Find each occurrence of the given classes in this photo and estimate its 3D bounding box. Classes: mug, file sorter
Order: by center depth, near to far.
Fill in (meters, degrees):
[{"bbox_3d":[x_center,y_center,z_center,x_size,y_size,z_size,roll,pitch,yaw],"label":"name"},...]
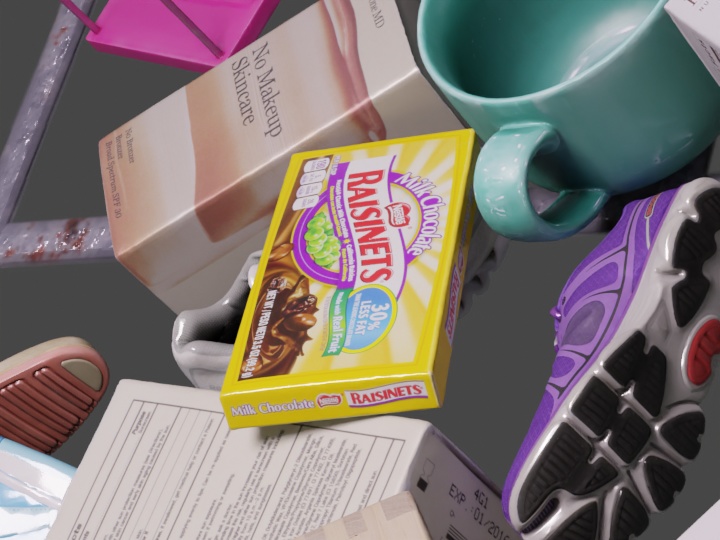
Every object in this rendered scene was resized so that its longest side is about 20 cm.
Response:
[{"bbox_3d":[0.110,-0.102,1.052,0.185,0.114,0.152,-46,43,-1],"label":"mug"},{"bbox_3d":[-0.110,-0.246,1.322,0.138,0.125,0.201,15,69,44],"label":"file sorter"}]

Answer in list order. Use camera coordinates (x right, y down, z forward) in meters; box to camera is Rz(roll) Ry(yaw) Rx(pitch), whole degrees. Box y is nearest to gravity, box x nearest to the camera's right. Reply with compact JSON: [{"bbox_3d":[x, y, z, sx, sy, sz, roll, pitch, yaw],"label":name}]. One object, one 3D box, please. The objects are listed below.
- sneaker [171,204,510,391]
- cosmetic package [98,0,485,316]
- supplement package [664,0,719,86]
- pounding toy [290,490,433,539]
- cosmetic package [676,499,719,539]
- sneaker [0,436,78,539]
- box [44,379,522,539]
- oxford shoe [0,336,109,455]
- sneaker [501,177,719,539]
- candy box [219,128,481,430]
[{"bbox_3d":[-0.009,0.008,1.090,0.200,0.081,0.075,-36,42,8],"label":"sneaker"},{"bbox_3d":[-0.038,-0.066,1.160,0.199,0.087,0.104,-31,43,15],"label":"cosmetic package"},{"bbox_3d":[0.263,-0.120,0.919,0.200,0.156,0.111,-46,43,0],"label":"supplement package"},{"bbox_3d":[0.044,0.217,0.790,0.141,0.185,0.200,-24,33,0],"label":"pounding toy"},{"bbox_3d":[0.180,0.136,0.829,0.200,0.108,0.085,-44,43,4],"label":"cosmetic package"},{"bbox_3d":[-0.216,0.150,1.104,0.199,0.080,0.131,20,74,16],"label":"sneaker"},{"bbox_3d":[-0.040,0.140,0.992,0.199,0.109,0.128,5,62,40],"label":"box"},{"bbox_3d":[-0.231,0.082,1.212,0.199,0.071,0.074,-29,43,17],"label":"oxford shoe"},{"bbox_3d":[0.119,0.047,0.982,0.083,0.081,0.201,-6,45,51],"label":"sneaker"},{"bbox_3d":[0.000,0.000,1.011,0.101,0.027,0.201,-5,35,13],"label":"candy box"}]
